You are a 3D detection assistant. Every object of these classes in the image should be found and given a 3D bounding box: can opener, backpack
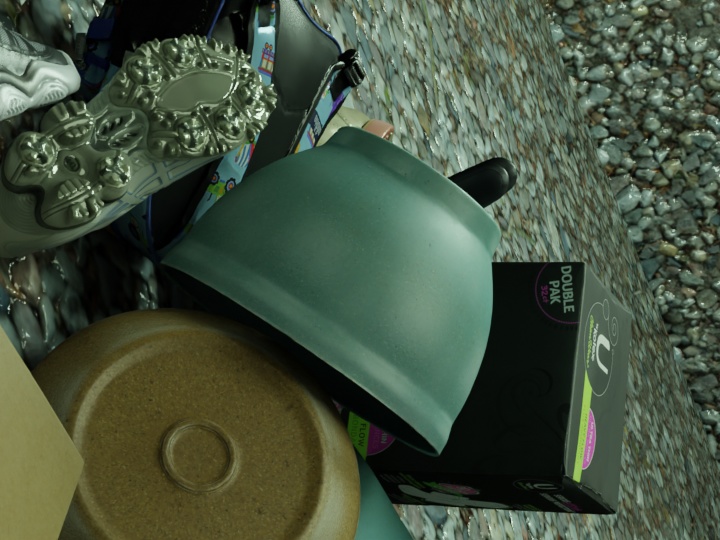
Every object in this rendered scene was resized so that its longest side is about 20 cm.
[{"bbox_3d":[0.014,-0.019,1.207,0.079,0.200,0.063,56,14,-11],"label":"can opener"},{"bbox_3d":[-0.108,-0.093,1.192,0.183,0.134,0.200,38,71,-62],"label":"backpack"}]

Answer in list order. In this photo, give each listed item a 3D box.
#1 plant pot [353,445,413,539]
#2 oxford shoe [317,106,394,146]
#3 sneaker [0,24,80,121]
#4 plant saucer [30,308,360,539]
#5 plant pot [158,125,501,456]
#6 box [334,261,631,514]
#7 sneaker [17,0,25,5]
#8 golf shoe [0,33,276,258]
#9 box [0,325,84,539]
[{"bbox_3d":[-0.067,0.155,1.090,0.200,0.141,0.141,62,17,0],"label":"plant pot"},{"bbox_3d":[-0.045,-0.073,1.349,0.071,0.074,0.200,-66,169,26],"label":"oxford shoe"},{"bbox_3d":[-0.216,-0.130,0.977,0.200,0.075,0.114,-44,115,-72],"label":"sneaker"},{"bbox_3d":[-0.090,0.104,0.980,0.035,0.200,0.200,126,-41,-58],"label":"plant saucer"},{"bbox_3d":[0.000,0.000,1.096,0.200,0.134,0.200,34,-9,6],"label":"plant pot"},{"bbox_3d":[0.070,0.079,1.250,0.124,0.200,0.149,39,55,-61],"label":"box"},{"bbox_3d":[-0.194,-0.220,1.047,0.076,0.080,0.200,45,5,-39],"label":"sneaker"},{"bbox_3d":[-0.137,-0.070,1.054,0.200,0.097,0.078,-30,84,-41],"label":"golf shoe"},{"bbox_3d":[-0.184,0.092,0.789,0.200,0.021,0.164,-80,149,-54],"label":"box"}]
